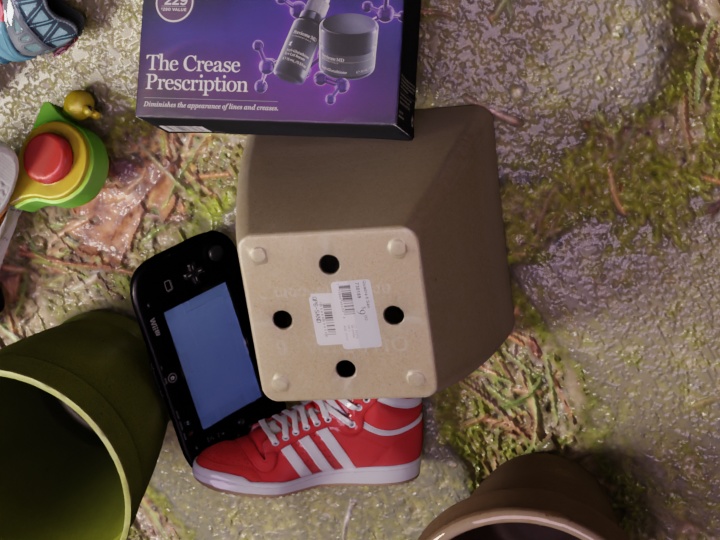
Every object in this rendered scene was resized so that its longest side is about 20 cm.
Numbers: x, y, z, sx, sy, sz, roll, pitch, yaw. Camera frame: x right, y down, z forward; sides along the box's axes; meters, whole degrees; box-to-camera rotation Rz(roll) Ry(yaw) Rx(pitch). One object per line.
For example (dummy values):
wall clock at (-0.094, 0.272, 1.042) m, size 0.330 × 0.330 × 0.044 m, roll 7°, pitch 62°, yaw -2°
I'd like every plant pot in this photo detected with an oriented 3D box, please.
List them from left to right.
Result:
plant pot at (-0.246, 0.130, 1.322) m, size 0.200 × 0.193 × 0.201 m, roll 6°, pitch 114°, yaw 14°
plant pot at (0.000, 0.000, 1.223) m, size 0.200 × 0.177 × 0.200 m, roll -2°, pitch 112°, yaw 15°
plant pot at (0.144, 0.237, 1.293) m, size 0.200 × 0.175 × 0.201 m, roll 5°, pitch 114°, yaw 12°

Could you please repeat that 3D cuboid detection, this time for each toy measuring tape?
toy measuring tape at (-0.255, -0.051, 1.297) m, size 0.073 × 0.074 × 0.200 m, roll 22°, pitch 91°, yaw 3°

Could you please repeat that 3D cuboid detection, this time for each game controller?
game controller at (-0.127, 0.070, 1.330) m, size 0.042 × 0.104 × 0.200 m, roll 5°, pitch 119°, yaw 46°

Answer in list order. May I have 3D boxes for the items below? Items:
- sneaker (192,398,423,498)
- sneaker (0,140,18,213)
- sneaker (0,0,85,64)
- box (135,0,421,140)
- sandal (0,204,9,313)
sneaker at (-0.040, 0.124, 1.317) m, size 0.200 × 0.071 × 0.113 m, roll -3°, pitch 114°, yaw -21°
sneaker at (-0.360, -0.072, 1.306) m, size 0.074 × 0.118 × 0.200 m, roll 16°, pitch 133°, yaw -45°
sneaker at (-0.264, -0.263, 1.236) m, size 0.095 × 0.079 × 0.200 m, roll -6°, pitch 120°, yaw 5°
box at (-0.059, -0.175, 1.190) m, size 0.200 × 0.079 × 0.141 m, roll 2°, pitch 85°, yaw 12°
sandal at (-0.329, 0.014, 1.359) m, size 0.059 × 0.079 × 0.207 m, roll 38°, pitch 114°, yaw -2°
